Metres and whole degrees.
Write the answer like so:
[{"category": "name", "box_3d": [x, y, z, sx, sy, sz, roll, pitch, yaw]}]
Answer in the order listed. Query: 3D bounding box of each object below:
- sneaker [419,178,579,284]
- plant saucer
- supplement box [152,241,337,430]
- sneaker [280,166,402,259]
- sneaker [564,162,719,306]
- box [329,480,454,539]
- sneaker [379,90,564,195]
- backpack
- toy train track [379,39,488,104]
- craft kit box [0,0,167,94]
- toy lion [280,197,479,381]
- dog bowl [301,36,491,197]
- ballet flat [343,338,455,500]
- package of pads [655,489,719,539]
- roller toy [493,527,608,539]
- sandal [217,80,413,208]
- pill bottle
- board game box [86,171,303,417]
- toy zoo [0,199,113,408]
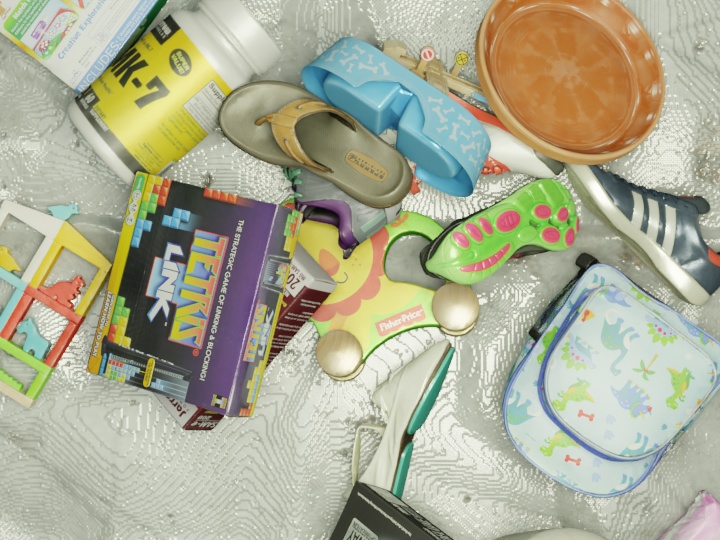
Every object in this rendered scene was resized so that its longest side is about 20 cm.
[{"category": "sneaker", "box_3d": [0.136, -0.039, 1.441, 0.199, 0.083, 0.077, -17, 97, -37]}, {"category": "plant saucer", "box_3d": [0.204, -0.195, 1.454, 0.199, 0.032, 0.202, 7, 67, -17]}, {"category": "supplement box", "box_3d": [-0.130, 0.049, 1.451, 0.109, 0.061, 0.200, 45, 103, 21]}, {"category": "sneaker", "box_3d": [-0.055, -0.100, 1.452, 0.200, 0.075, 0.087, 41, 72, 19]}, {"category": "sneaker", "box_3d": [0.290, -0.059, 1.466, 0.200, 0.075, 0.085, 44, 92, -8]}, {"category": "box", "box_3d": [0.034, 0.309, 1.365, 0.050, 0.200, 0.159, 23, 95, -40]}, {"category": "sneaker", "box_3d": [0.094, -0.112, 1.476, 0.200, 0.067, 0.108, 30, 91, 6]}, {"category": "backpack", "box_3d": [0.234, 0.113, 1.427, 0.182, 0.147, 0.201, 36, 93, 4]}, {"category": "toy train track", "box_3d": [0.115, -0.187, 1.459, 0.199, 0.115, 0.033, 22, 114, -12]}, {"category": "craft kit box", "box_3d": [-0.293, -0.309, 1.504, 0.197, 0.049, 0.201, 38, 90, 0]}, {"category": "toy lion", "box_3d": [0.000, 0.000, 1.484, 0.199, 0.069, 0.193, -21, 81, 1]}, {"category": "dog bowl", "box_3d": [0.037, -0.148, 1.400, 0.199, 0.112, 0.050, 34, 75, 8]}, {"category": "ballet flat", "box_3d": [0.031, 0.153, 1.466, 0.069, 0.069, 0.202, 20, 103, 2]}, {"category": "package of pads", "box_3d": [0.366, 0.326, 1.454, 0.120, 0.076, 0.200, -44, 88, 3]}, {"category": "roller toy", "box_3d": [0.179, 0.343, 1.415, 0.181, 0.140, 0.201, -26, 87, -22]}, {"category": "sandal", "box_3d": [-0.043, -0.122, 1.400, 0.199, 0.055, 0.082, 31, 86, 11]}, {"category": "pill bottle", "box_3d": [-0.181, -0.183, 1.462, 0.200, 0.114, 0.114, -41, 88, 0]}, {"category": "board game box", "box_3d": [-0.158, 0.021, 1.403, 0.164, 0.057, 0.202, 13, 89, 27]}, {"category": "toy zoo", "box_3d": [-0.340, 0.020, 1.510, 0.131, 0.020, 0.201, 31, 91, 2]}]
